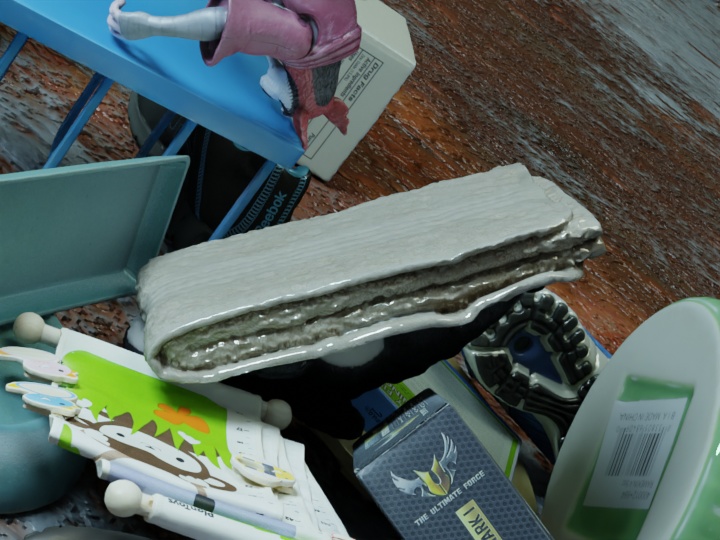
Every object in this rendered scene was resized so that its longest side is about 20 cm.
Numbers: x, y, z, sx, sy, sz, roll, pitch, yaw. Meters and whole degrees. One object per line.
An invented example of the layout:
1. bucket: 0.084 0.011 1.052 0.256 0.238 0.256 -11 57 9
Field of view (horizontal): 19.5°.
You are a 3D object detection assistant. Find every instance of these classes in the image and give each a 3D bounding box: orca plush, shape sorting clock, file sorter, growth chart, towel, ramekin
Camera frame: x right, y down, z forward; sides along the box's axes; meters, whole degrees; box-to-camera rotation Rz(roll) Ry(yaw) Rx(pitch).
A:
1. orca plush: -0.006 0.039 0.976 0.198 0.072 0.105 -17 27 -12
2. shape sorting clock: 0.019 0.070 1.076 0.200 0.039 0.200 43 16 -16
3. file sorter: -0.151 -0.089 1.007 0.199 0.123 0.139 26 24 -30
4. growth chart: -0.065 0.069 0.808 0.144 0.018 0.200 19 11 -22
5. towel: 0.000 0.000 0.914 0.133 0.198 0.035 -124 -160 -75
6. ramekin: 0.169 0.111 1.030 0.097 0.201 0.200 25 23 -15

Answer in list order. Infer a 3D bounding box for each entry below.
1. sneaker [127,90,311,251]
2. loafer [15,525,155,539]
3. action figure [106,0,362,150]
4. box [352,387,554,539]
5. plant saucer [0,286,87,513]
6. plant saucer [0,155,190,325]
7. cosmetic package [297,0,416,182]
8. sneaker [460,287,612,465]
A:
1. sneaker: -0.072 -0.071 1.162 0.073 0.082 0.201 22 25 -33
2. loafer: -0.059 0.143 0.767 0.199 0.073 0.072 11 45 -46
3. action figure: -0.036 -0.154 0.953 0.201 0.148 0.134 66 23 -18
4. box: 0.060 0.127 0.873 0.158 0.051 0.200 55 -2 0
5. plant saucer: -0.189 0.018 0.857 0.199 0.027 0.201 33 22 -15
6. plant saucer: -0.135 -0.013 0.884 0.019 0.070 0.200 26 16 18
7. cosmetic package: -0.075 -0.159 1.316 0.199 0.104 0.087 33 22 -19
8. sneaker: 0.110 0.058 1.160 0.200 0.078 0.089 51 1 -36
